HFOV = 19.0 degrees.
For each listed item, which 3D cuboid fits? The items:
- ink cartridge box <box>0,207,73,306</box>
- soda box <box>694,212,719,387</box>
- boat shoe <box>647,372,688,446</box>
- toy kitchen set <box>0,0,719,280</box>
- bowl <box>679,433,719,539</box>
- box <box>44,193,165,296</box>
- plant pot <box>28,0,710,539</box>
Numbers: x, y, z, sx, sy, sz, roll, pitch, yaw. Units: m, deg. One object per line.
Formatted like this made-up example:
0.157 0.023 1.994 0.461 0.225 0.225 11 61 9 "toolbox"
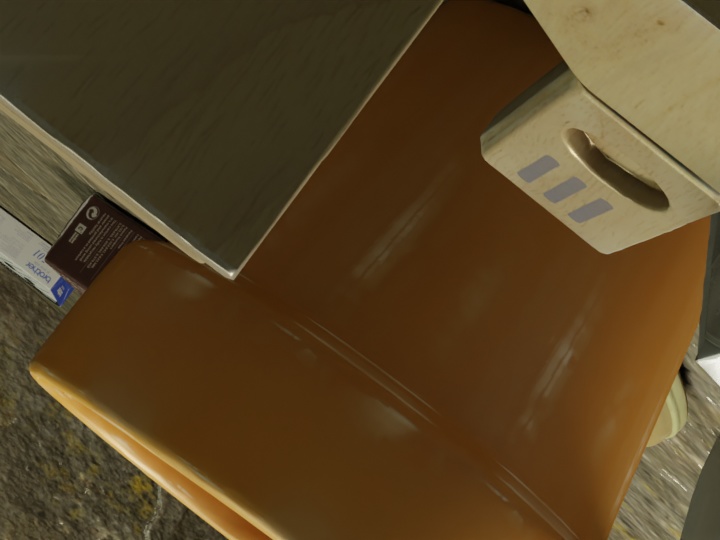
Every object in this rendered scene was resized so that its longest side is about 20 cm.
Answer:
-0.411 -0.042 2.427 0.199 0.044 0.094 36 169 7 "ink cartridge box"
0.172 0.047 0.594 0.068 0.064 0.200 -19 133 35 "soda box"
0.079 0.031 0.928 0.073 0.063 0.200 27 166 44 "boat shoe"
-0.004 -0.070 0.444 0.200 0.164 0.180 38 171 -3 "toy kitchen set"
0.184 0.066 0.490 0.198 0.075 0.200 -9 144 25 "bowl"
-0.150 0.030 1.738 0.199 0.075 0.100 30 168 27 "box"
0.024 0.020 0.709 0.200 0.184 0.200 35 170 7 "plant pot"
